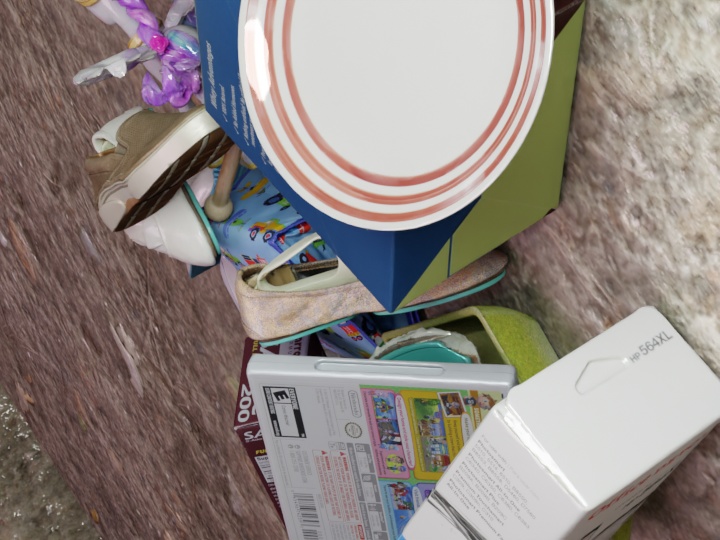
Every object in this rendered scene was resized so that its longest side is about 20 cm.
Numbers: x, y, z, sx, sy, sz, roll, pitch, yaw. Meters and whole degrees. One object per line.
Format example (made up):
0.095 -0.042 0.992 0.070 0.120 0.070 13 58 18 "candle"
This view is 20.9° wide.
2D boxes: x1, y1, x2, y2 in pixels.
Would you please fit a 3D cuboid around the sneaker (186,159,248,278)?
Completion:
-0.141 -0.060 1.714 0.081 0.077 0.200 57 159 10 "sneaker"

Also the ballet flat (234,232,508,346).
0.000 0.000 1.330 0.068 0.200 0.067 -59 -50 -63 "ballet flat"

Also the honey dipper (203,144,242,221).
-0.090 -0.090 1.414 0.038 0.038 0.200 53 156 16 "honey dipper"

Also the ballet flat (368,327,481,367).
0.024 0.088 1.375 0.072 0.072 0.200 55 133 11 "ballet flat"

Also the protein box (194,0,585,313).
0.011 -0.125 1.155 0.200 0.135 0.199 48 158 27 "protein box"

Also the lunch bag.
-0.023 0.016 1.541 0.200 0.094 0.151 57 160 -24 "lunch bag"

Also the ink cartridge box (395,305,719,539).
0.117 0.129 1.186 0.084 0.146 0.200 50 144 15 "ink cartridge box"

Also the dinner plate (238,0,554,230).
0.018 -0.120 0.992 0.200 0.024 0.200 1 92 39 "dinner plate"

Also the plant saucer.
0.113 0.110 1.388 0.200 0.048 0.200 60 161 -3 "plant saucer"

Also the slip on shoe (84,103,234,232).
-0.147 -0.086 1.383 0.061 0.076 0.200 61 154 2 "slip on shoe"

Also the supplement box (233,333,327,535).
-0.035 0.152 1.546 0.109 0.061 0.200 -86 -21 -51 "supplement box"

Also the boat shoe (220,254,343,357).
-0.061 0.054 1.688 0.200 0.074 0.065 55 164 7 "boat shoe"

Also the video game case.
0.026 0.135 1.355 0.182 0.022 0.200 2 134 14 "video game case"

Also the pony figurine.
-0.140 -0.166 1.475 0.200 0.167 0.193 46 167 -18 "pony figurine"

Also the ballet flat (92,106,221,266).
-0.165 -0.058 1.526 0.200 0.069 0.069 -121 13 -48 "ballet flat"
